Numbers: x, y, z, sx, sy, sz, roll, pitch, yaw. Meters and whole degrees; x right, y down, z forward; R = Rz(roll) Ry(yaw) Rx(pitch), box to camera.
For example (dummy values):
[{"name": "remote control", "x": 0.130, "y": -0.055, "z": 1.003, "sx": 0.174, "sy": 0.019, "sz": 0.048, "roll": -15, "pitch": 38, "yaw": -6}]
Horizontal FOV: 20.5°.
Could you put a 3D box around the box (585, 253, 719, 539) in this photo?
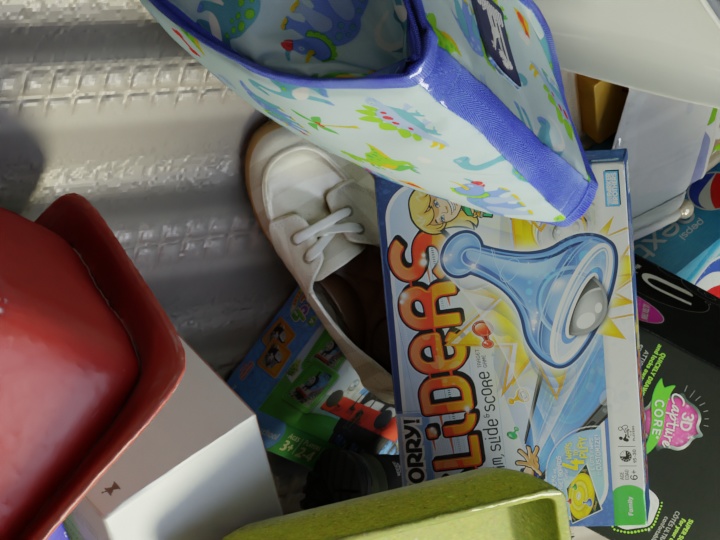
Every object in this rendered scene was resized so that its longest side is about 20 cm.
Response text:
[{"name": "box", "x": 0.166, "y": 0.076, "z": 1.162, "sx": 0.125, "sy": 0.199, "sz": 0.149, "roll": -62, "pitch": 177, "yaw": 18}]

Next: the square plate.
[{"name": "square plate", "x": 0.115, "y": -0.143, "z": 1.028, "sx": 0.198, "sy": 0.199, "sz": 0.029, "roll": 35, "pitch": 77, "yaw": -53}]

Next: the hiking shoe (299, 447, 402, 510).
[{"name": "hiking shoe", "x": 0.000, "y": 0.185, "z": 1.252, "sx": 0.100, "sy": 0.076, "sz": 0.200, "roll": 0, "pitch": 142, "yaw": -24}]

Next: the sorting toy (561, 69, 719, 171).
[{"name": "sorting toy", "x": 0.194, "y": -0.119, "z": 1.248, "sx": 0.185, "sy": 0.036, "sz": 0.201, "roll": -36, "pitch": 140, "yaw": -15}]

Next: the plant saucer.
[{"name": "plant saucer", "x": 0.017, "y": 0.180, "z": 1.075, "sx": 0.198, "sy": 0.048, "sz": 0.201, "roll": -13, "pitch": 137, "yaw": 0}]

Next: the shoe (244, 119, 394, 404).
[{"name": "shoe", "x": 0.000, "y": 0.000, "z": 1.105, "sx": 0.070, "sy": 0.053, "sz": 0.201, "roll": -33, "pitch": 120, "yaw": -6}]

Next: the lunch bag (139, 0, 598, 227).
[{"name": "lunch bag", "x": 0.010, "y": -0.108, "z": 0.947, "sx": 0.128, "sy": 0.200, "sz": 0.170, "roll": -51, "pitch": 141, "yaw": 5}]

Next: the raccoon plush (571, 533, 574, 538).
[{"name": "raccoon plush", "x": 0.113, "y": 0.123, "z": 1.339, "sx": 0.134, "sy": 0.097, "sz": 0.201, "roll": 7, "pitch": 117, "yaw": -55}]

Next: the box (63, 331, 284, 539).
[{"name": "box", "x": -0.111, "y": 0.133, "z": 1.096, "sx": 0.097, "sy": 0.124, "sz": 0.201, "roll": -33, "pitch": 140, "yaw": -19}]

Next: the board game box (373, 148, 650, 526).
[{"name": "board game box", "x": 0.083, "y": 0.039, "z": 1.072, "sx": 0.034, "sy": 0.134, "sz": 0.202, "roll": -53, "pitch": 138, "yaw": -72}]

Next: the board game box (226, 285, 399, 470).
[{"name": "board game box", "x": 0.018, "y": 0.032, "z": 1.207, "sx": 0.201, "sy": 0.037, "sz": 0.151, "roll": -54, "pitch": 142, "yaw": 6}]

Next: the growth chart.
[{"name": "growth chart", "x": 0.196, "y": -0.095, "z": 1.228, "sx": 0.144, "sy": 0.018, "sz": 0.201, "roll": -18, "pitch": 135, "yaw": -38}]

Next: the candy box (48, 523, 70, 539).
[{"name": "candy box", "x": -0.226, "y": 0.214, "z": 1.094, "sx": 0.168, "sy": 0.077, "sz": 0.201, "roll": -32, "pitch": 140, "yaw": -19}]

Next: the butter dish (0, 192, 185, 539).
[{"name": "butter dish", "x": -0.204, "y": 0.043, "z": 0.896, "sx": 0.200, "sy": 0.200, "sz": 0.148, "roll": -48, "pitch": 124, "yaw": 5}]

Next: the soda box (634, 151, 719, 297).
[{"name": "soda box", "x": 0.213, "y": -0.011, "z": 1.332, "sx": 0.200, "sy": 0.068, "sz": 0.064, "roll": -38, "pitch": 141, "yaw": -13}]
